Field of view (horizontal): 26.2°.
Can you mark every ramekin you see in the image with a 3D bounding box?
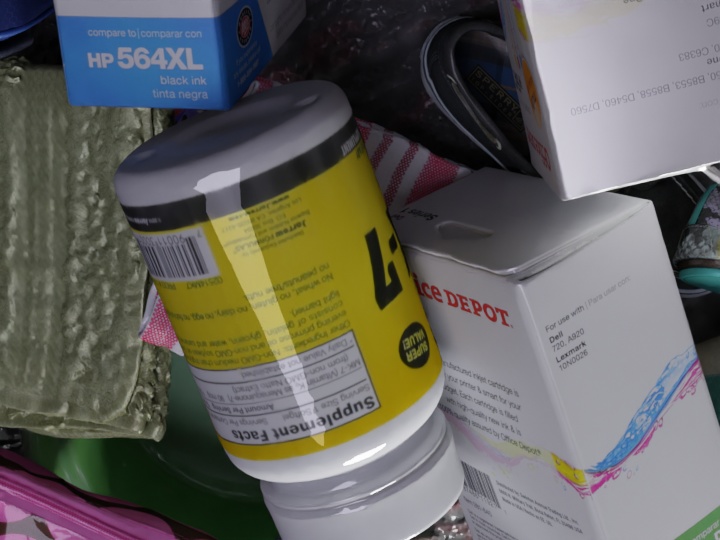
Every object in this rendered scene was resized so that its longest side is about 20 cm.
[{"bbox_3d":[-0.085,0.092,0.896,0.198,0.098,0.202,6,118,11],"label":"ramekin"}]

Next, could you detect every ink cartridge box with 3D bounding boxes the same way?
[{"bbox_3d":[-0.086,-0.194,0.718,0.084,0.146,0.202,4,119,13],"label":"ink cartridge box"},{"bbox_3d":[0.124,-0.123,0.674,0.124,0.129,0.202,-13,100,4],"label":"ink cartridge box"},{"bbox_3d":[0.096,0.060,0.751,0.084,0.145,0.201,-29,112,-21],"label":"ink cartridge box"}]

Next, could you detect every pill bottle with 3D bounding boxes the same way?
[{"bbox_3d":[-0.027,0.025,0.716,0.113,0.114,0.201,-14,109,21],"label":"pill bottle"}]

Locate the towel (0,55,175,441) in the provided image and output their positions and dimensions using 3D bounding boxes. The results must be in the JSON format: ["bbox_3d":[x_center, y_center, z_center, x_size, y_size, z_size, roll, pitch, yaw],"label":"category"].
[{"bbox_3d":[-0.164,-0.012,0.806,0.147,0.036,0.202,4,99,17],"label":"towel"}]

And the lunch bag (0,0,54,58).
[{"bbox_3d":[-0.227,-0.169,0.771,0.198,0.136,0.133,-1,114,16],"label":"lunch bag"}]

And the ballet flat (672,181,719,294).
[{"bbox_3d":[0.246,0.001,0.774,0.199,0.072,0.072,21,123,-24],"label":"ballet flat"}]

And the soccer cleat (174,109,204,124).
[{"bbox_3d":[-0.170,-0.050,0.862,0.199,0.068,0.073,-31,102,23],"label":"soccer cleat"}]

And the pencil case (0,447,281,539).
[{"bbox_3d":[-0.144,0.155,0.839,0.199,0.091,0.094,20,156,2],"label":"pencil case"}]

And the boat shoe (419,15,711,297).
[{"bbox_3d":[0.111,-0.054,0.779,0.200,0.057,0.069,38,89,-5],"label":"boat shoe"}]

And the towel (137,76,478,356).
[{"bbox_3d":[0.000,0.000,0.793,0.199,0.030,0.147,21,92,-21],"label":"towel"}]

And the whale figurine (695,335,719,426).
[{"bbox_3d":[0.245,0.110,0.803,0.199,0.104,0.159,28,156,-19],"label":"whale figurine"}]
